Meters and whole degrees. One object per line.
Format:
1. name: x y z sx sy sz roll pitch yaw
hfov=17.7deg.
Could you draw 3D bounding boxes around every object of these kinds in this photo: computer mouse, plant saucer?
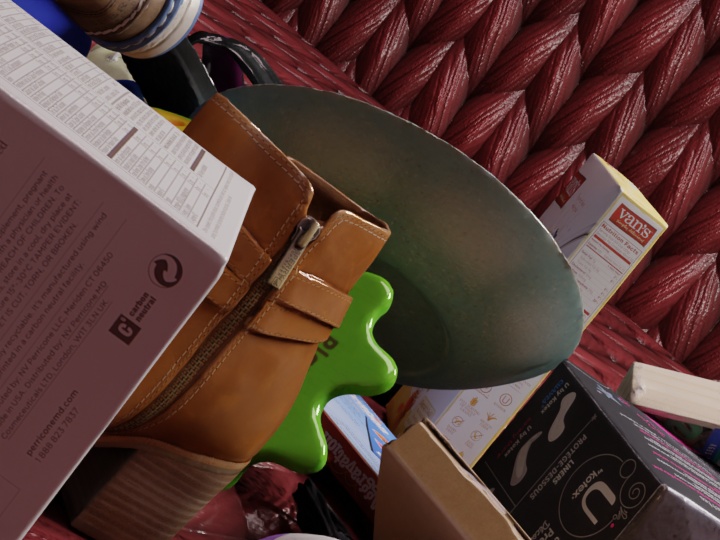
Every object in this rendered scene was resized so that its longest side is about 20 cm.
1. computer mouse: -0.008 0.128 0.945 0.059 0.034 0.200 50 -2 -12
2. plant saucer: 0.000 0.000 1.019 0.200 0.039 0.201 24 -29 14

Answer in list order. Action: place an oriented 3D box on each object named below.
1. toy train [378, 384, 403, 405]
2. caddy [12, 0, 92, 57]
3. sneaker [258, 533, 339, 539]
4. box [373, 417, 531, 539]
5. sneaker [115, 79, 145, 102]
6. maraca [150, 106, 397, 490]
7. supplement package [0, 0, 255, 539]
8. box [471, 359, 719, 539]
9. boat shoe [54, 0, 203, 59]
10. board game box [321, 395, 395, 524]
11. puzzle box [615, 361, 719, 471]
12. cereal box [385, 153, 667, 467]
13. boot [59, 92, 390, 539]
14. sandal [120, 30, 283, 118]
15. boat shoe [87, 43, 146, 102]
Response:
1. toy train: -0.033 0.021 1.431 0.200 0.034 0.046 41 20 11
2. caddy: -0.208 -0.111 0.979 0.105 0.141 0.200 47 10 22
3. sneaker: 0.026 0.158 0.768 0.200 0.081 0.088 42 0 -14
4. box: 0.075 0.156 0.840 0.200 0.021 0.164 49 -16 15
5. sneaker: -0.123 -0.038 1.059 0.074 0.082 0.200 -17 55 -40
6. maraca: -0.078 0.006 0.943 0.200 0.137 0.107 35 -20 18
7. supplement package: -0.154 -0.016 0.632 0.200 0.152 0.151 37 7 -6
8. box: 0.137 0.159 1.035 0.200 0.132 0.115 34 10 -29
9. boat shoe: -0.134 -0.174 0.928 0.200 0.072 0.072 51 14 24
10. board game box: -0.004 0.087 1.186 0.103 0.019 0.200 35 9 -46
11. puzzle box: 0.167 0.122 1.142 0.132 0.200 0.026 13 54 -5
12. cereal box: 0.090 0.029 1.315 0.039 0.200 0.144 37 7 -7
13. boot: -0.093 0.002 0.794 0.200 0.155 0.074 30 11 -45
14. sandal: -0.054 -0.062 1.082 0.075 0.048 0.201 29 -22 47
15. boat shoe: -0.137 -0.088 1.210 0.199 0.062 0.072 16 6 16
